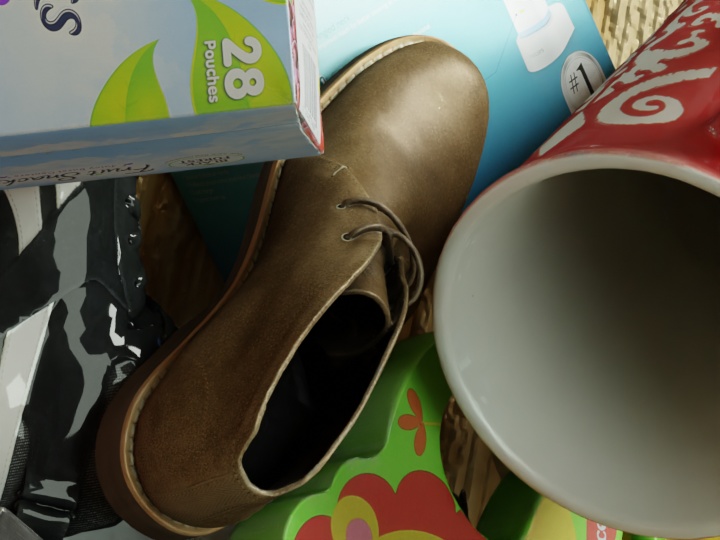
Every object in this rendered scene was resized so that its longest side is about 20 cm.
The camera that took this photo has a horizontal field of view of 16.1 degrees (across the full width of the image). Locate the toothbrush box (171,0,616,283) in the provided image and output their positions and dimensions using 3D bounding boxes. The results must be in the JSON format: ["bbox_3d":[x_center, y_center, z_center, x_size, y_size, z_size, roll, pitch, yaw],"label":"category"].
[{"bbox_3d":[-0.011,-0.104,0.888,0.146,0.085,0.201,-37,110,-34],"label":"toothbrush box"}]

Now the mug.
[{"bbox_3d":[0.137,-0.030,0.829,0.134,0.177,0.200,51,37,-7],"label":"mug"}]

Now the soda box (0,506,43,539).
[{"bbox_3d":[-0.080,0.146,0.783,0.200,0.063,0.071,45,68,-35],"label":"soda box"}]

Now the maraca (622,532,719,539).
[{"bbox_3d":[0.135,0.059,0.980,0.137,0.107,0.201,58,37,-51],"label":"maraca"}]

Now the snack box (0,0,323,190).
[{"bbox_3d":[-0.102,-0.128,0.756,0.168,0.068,0.201,-5,79,5],"label":"snack box"}]

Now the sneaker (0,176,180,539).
[{"bbox_3d":[-0.082,-0.007,0.817,0.112,0.073,0.201,25,78,-14],"label":"sneaker"}]

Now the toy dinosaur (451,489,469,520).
[{"bbox_3d":[0.038,0.137,0.908,0.088,0.047,0.201,-15,91,-60],"label":"toy dinosaur"}]

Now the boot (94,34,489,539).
[{"bbox_3d":[0.000,0.000,0.789,0.074,0.075,0.200,45,56,-21],"label":"boot"}]

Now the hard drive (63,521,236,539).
[{"bbox_3d":[-0.077,0.133,0.853,0.199,0.026,0.133,-7,90,-39],"label":"hard drive"}]

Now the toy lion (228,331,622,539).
[{"bbox_3d":[0.027,0.110,0.823,0.191,0.069,0.201,19,66,-41],"label":"toy lion"}]
